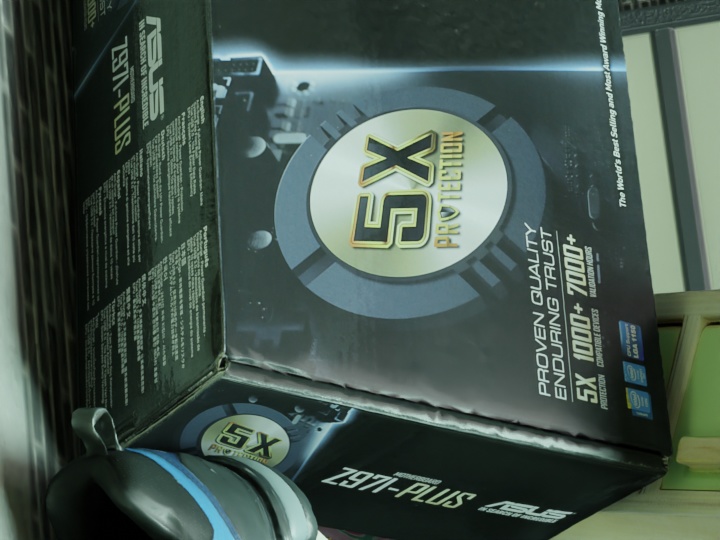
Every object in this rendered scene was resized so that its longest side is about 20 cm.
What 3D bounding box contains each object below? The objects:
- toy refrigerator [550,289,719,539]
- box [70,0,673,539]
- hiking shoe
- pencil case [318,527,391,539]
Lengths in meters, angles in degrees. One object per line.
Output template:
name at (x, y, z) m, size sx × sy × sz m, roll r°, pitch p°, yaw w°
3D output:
toy refrigerator at (0.106, 0.051, 0.898) m, size 0.070 × 0.200 × 0.076 m, roll 23°, pitch 76°, yaw -30°
box at (0.000, -0.027, 0.870) m, size 0.164 × 0.086 × 0.200 m, roll 15°, pitch 58°, yaw -31°
hiking shoe at (-0.056, 0.143, 0.748) m, size 0.087 × 0.074 × 0.200 m, roll 23°, pitch 55°, yaw -54°
pencil case at (0.002, 0.054, 1.003) m, size 0.200 × 0.087 × 0.088 m, roll 54°, pitch 27°, yaw -49°
